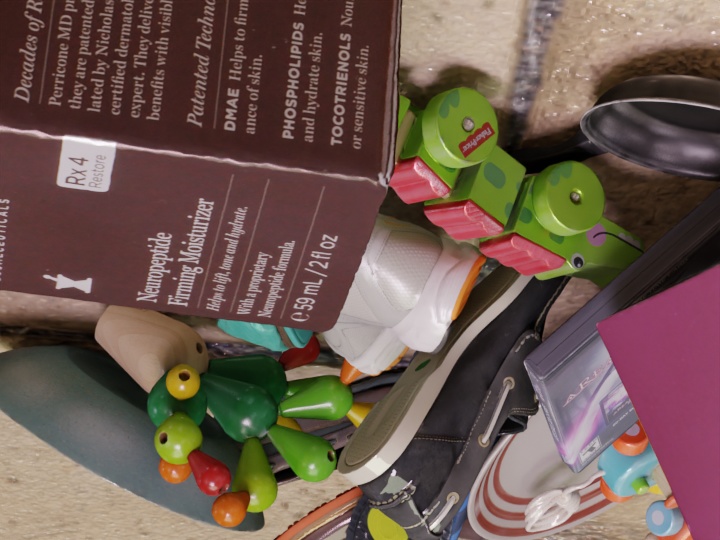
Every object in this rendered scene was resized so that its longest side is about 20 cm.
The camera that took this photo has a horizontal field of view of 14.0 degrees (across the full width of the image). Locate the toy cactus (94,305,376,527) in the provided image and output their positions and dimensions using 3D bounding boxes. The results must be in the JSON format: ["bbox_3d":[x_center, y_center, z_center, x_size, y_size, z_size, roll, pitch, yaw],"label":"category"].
[{"bbox_3d":[-0.081,0.064,1.686,0.165,0.200,0.103,33,120,20],"label":"toy cactus"}]

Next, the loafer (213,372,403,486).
[{"bbox_3d":[0.001,0.107,1.820,0.199,0.063,0.072,-8,153,24],"label":"loafer"}]

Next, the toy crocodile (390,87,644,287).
[{"bbox_3d":[0.062,-0.039,1.481,0.200,0.062,0.067,31,157,-28],"label":"toy crocodile"}]

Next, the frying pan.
[{"bbox_3d":[0.151,-0.064,1.480,0.115,0.031,0.190,18,165,-21],"label":"frying pan"}]

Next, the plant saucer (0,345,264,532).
[{"bbox_3d":[-0.136,0.089,1.747,0.201,0.039,0.201,29,-174,-3],"label":"plant saucer"}]

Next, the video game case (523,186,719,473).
[{"bbox_3d":[0.154,0.034,1.560,0.143,0.019,0.200,-41,162,-5],"label":"video game case"}]

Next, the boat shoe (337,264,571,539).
[{"bbox_3d":[0.066,0.056,1.561,0.068,0.200,0.072,43,150,-11],"label":"boat shoe"}]

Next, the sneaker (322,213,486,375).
[{"bbox_3d":[0.000,0.000,1.574,0.092,0.076,0.200,30,165,-8],"label":"sneaker"}]

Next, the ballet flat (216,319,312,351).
[{"bbox_3d":[-0.067,-0.015,1.577,0.070,0.068,0.200,13,154,11],"label":"ballet flat"}]

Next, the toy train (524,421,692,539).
[{"bbox_3d":[0.196,0.137,1.767,0.200,0.056,0.150,5,133,-51],"label":"toy train"}]

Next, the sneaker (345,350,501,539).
[{"bbox_3d":[0.050,0.114,1.729,0.066,0.078,0.201,30,120,22],"label":"sneaker"}]

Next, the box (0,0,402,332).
[{"bbox_3d":[-0.090,-0.087,1.308,0.199,0.165,0.166,7,154,-7],"label":"box"}]

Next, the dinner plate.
[{"bbox_3d":[0.144,0.089,1.719,0.200,0.024,0.200,-25,150,-15],"label":"dinner plate"}]

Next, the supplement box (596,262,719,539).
[{"bbox_3d":[0.237,0.042,1.474,0.200,0.131,0.103,-20,176,-44],"label":"supplement box"}]

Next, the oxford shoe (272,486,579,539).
[{"bbox_3d":[0.039,0.156,1.796,0.199,0.073,0.071,-21,174,1],"label":"oxford shoe"}]
